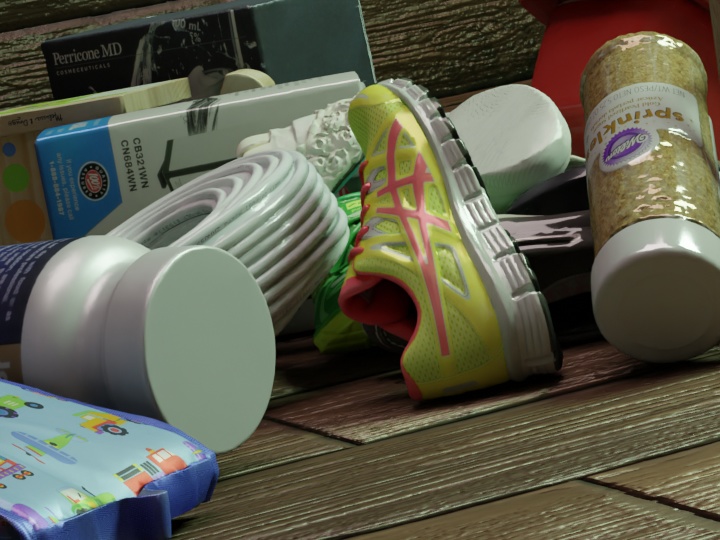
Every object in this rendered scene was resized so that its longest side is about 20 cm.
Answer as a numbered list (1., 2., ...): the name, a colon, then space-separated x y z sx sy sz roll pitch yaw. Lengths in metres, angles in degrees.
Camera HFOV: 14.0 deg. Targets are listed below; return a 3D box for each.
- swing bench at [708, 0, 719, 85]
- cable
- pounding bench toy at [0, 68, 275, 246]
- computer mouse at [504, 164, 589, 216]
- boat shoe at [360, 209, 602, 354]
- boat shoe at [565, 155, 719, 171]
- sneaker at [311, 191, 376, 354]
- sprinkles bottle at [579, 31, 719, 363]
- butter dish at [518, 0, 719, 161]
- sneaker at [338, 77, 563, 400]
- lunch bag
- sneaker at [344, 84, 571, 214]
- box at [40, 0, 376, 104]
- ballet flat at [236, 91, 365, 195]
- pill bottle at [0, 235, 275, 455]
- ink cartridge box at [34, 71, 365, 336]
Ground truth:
1. swing bench: 0.279 -0.068 1.425 0.198 0.200 0.130 -9 -27 12
2. cable: -0.101 0.010 1.549 0.200 0.069 0.200 -18 20 48
3. pounding bench toy: -0.139 -0.038 1.869 0.200 0.156 0.124 -9 6 17
4. computer mouse: 0.121 -0.009 1.602 0.138 0.053 0.200 -15 -13 -9
5. boat shoe: 0.099 0.006 1.493 0.200 0.067 0.057 -14 26 -5
6. boat shoe: 0.185 -0.041 1.745 0.200 0.069 0.075 -6 8 33
7. sneaker: 0.000 0.000 1.609 0.074 0.084 0.200 -14 3 -6
8. sprinkles bottle: 0.144 -0.039 1.436 0.068 0.068 0.200 -10 35 9
9. butter dish: 0.193 -0.089 1.893 0.199 0.148 0.200 35 -15 -25
10. sneaker: 0.023 -0.016 1.443 0.090 0.078 0.200 -25 48 -1
11. lunch bag: -0.164 0.088 1.195 0.200 0.094 0.151 2 9 25
12. sneaker: 0.073 -0.047 1.637 0.075 0.089 0.200 -50 19 -19
13. box: -0.091 -0.083 2.004 0.200 0.197 0.124 -6 8 39
14. ballet flat: -0.059 -0.034 1.667 0.200 0.072 0.072 -51 -2 12
15. pill bottle: -0.144 0.043 1.351 0.200 0.116 0.116 -7 8 37
16. ink cartridge box: -0.082 -0.031 1.758 0.200 0.146 0.084 -11 5 0
